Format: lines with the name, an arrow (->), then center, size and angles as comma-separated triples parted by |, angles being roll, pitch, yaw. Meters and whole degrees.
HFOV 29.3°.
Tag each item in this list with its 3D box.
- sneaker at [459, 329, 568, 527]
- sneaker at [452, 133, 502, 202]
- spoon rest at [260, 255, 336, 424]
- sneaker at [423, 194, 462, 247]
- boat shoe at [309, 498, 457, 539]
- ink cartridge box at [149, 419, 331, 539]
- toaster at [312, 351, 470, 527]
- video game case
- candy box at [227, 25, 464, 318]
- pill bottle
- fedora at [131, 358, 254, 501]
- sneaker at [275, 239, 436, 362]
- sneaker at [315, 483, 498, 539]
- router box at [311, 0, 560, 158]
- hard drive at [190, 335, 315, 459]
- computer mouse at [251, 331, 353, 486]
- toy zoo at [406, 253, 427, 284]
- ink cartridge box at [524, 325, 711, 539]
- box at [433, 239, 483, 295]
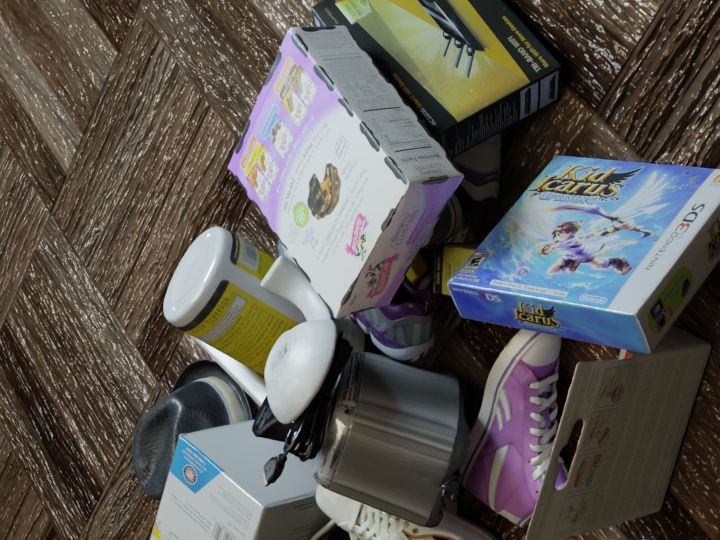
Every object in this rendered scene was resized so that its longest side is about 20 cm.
sneaker -> 0.167, 0.146, 1.271 | 0.114, 0.072, 0.202 | 39, 128, 33
sneaker -> 0.054, -0.096, 1.368 | 0.199, 0.075, 0.090 | -7, 87, 47
spoon rest -> -0.055, 0.064, 1.290 | 0.100, 0.060, 0.201 | -53, 25, 25
sneaker -> 0.013, -0.106, 1.312 | 0.201, 0.079, 0.079 | 52, 131, 16
boat shoe -> 0.016, 0.267, 1.426 | 0.199, 0.065, 0.073 | -28, 72, 43
ink cartridge box -> -0.129, 0.293, 1.517 | 0.147, 0.144, 0.202 | 33, 114, 34
toaster -> 0.030, 0.158, 1.307 | 0.128, 0.200, 0.115 | 17, 111, -2
video game case -> 0.200, -0.021, 1.154 | 0.199, 0.181, 0.046 | 10, 136, 45
candy box -> -0.019, -0.090, 1.242 | 0.201, 0.071, 0.169 | 54, 134, 26
pill bottle -> -0.095, 0.049, 1.432 | 0.111, 0.199, 0.112 | -44, 27, 30
fedora -> -0.209, 0.208, 1.638 | 0.199, 0.091, 0.204 | 3, 94, 45
sneaker -> 0.000, 0.000, 1.360 | 0.199, 0.074, 0.088 | 35, 139, 22
sneaker -> 0.039, 0.249, 1.337 | 0.198, 0.085, 0.074 | 21, 105, 17
router box -> 0.069, -0.204, 1.295 | 0.201, 0.156, 0.052 | 53, 166, 30
hard drive -> -0.096, 0.141, 1.500 | 0.026, 0.132, 0.200 | -47, 52, -5
computer mouse -> -0.060, 0.150, 1.311 | 0.200, 0.046, 0.142 | -39, 24, 59
toy zoo -> -0.008, -0.034, 1.423 | 0.201, 0.020, 0.131 | 57, 142, -1
ink cartridge box -> 0.201, 0.133, 1.134 | 0.047, 0.198, 0.162 | 28, 111, 41
box -> 0.162, 0.007, 1.262 | 0.198, 0.075, 0.051 | 9, 100, 44
